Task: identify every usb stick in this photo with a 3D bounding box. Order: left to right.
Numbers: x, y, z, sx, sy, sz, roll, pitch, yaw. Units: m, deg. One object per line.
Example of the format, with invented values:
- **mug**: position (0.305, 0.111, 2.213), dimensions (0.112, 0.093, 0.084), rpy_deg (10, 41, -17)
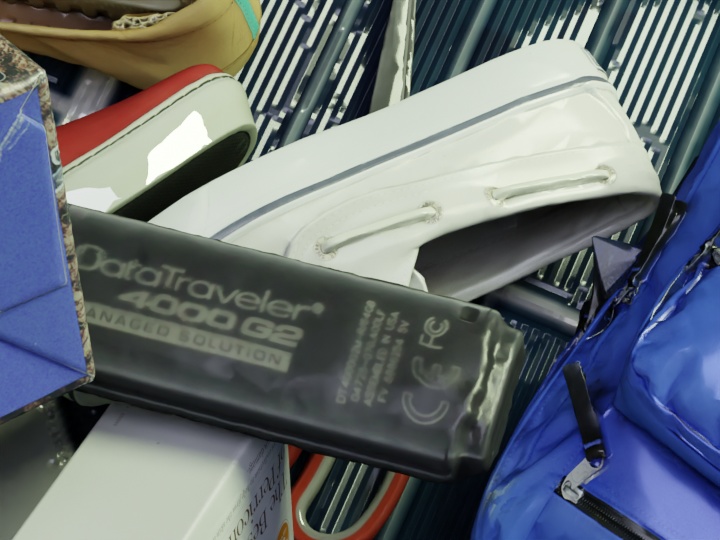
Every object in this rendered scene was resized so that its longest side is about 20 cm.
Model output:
- **usb stick**: position (-0.053, 0.015, 0.801), dimensions (0.199, 0.033, 0.056), rpy_deg (13, 66, 13)

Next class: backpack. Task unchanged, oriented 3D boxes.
- **backpack**: position (0.120, 0.054, 0.808), dimensions (0.162, 0.168, 0.200), rpy_deg (33, 76, 17)

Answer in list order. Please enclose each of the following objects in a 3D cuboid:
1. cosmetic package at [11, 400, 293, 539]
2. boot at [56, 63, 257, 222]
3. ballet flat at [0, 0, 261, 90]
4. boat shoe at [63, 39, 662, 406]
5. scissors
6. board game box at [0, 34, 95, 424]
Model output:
- **cosmetic package**: position (-0.077, 0.117, 0.770), dimensions (0.050, 0.083, 0.200), rpy_deg (14, 40, 17)
- **boot**: position (-0.144, -0.042, 0.884), dimensions (0.199, 0.072, 0.145), rpy_deg (-31, 73, -8)
- **ballet flat**: position (-0.129, -0.107, 0.909), dimensions (0.199, 0.063, 0.069), rpy_deg (10, 71, 2)
- **boat shoe**: position (0.000, 0.000, 0.862), dimensions (0.199, 0.072, 0.066), rpy_deg (-25, 66, -17)
- **scissors**: position (0.007, -0.004, 0.905), dimensions (0.073, 0.014, 0.201), rpy_deg (22, 70, 9)
- **board game box**: position (-0.191, -0.024, 0.738), dimensions (0.159, 0.097, 0.200), rpy_deg (-25, 40, -25)
